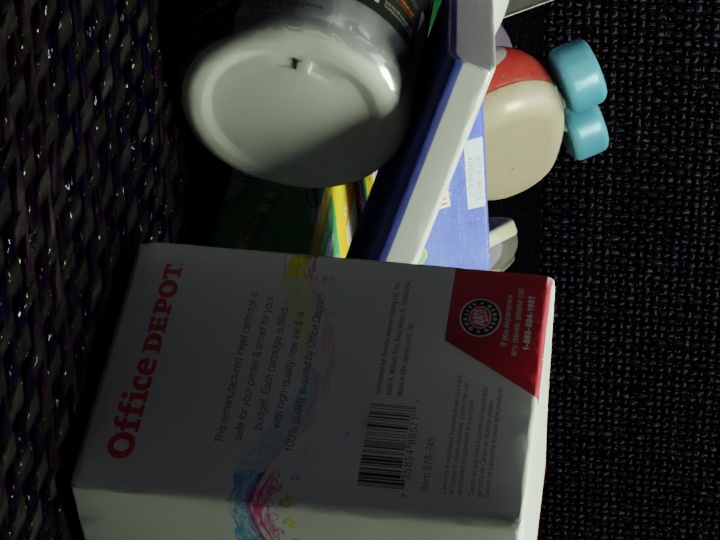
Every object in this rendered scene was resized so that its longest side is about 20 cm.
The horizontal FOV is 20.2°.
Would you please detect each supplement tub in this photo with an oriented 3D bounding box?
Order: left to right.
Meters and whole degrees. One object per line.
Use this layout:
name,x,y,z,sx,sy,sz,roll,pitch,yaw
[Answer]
supplement tub,-0.020,-0.153,1.060,0.123,0.122,0.201,82,15,-50

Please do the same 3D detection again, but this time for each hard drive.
hard drive,0.024,-0.041,1.064,0.132,0.025,0.201,-84,-167,-64

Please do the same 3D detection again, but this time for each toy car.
toy car,0.099,-0.179,1.816,0.177,0.183,0.201,71,-5,-65

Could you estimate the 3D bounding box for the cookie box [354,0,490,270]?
cookie box,0.017,-0.118,1.248,0.172,0.075,0.201,84,-10,-46

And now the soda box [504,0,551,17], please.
soda box,0.105,-0.316,1.714,0.063,0.070,0.201,-100,170,-79

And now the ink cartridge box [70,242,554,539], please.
ink cartridge box,-0.017,0.092,0.938,0.145,0.199,0.146,87,11,-48

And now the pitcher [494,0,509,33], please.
pitcher,0.042,-0.198,1.525,0.172,0.120,0.201,-115,-147,-64

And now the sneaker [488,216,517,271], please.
sneaker,0.035,0.050,1.304,0.075,0.200,0.107,7,-53,60

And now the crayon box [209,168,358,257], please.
crayon box,-0.046,0.009,1.158,0.119,0.058,0.201,84,13,-45
